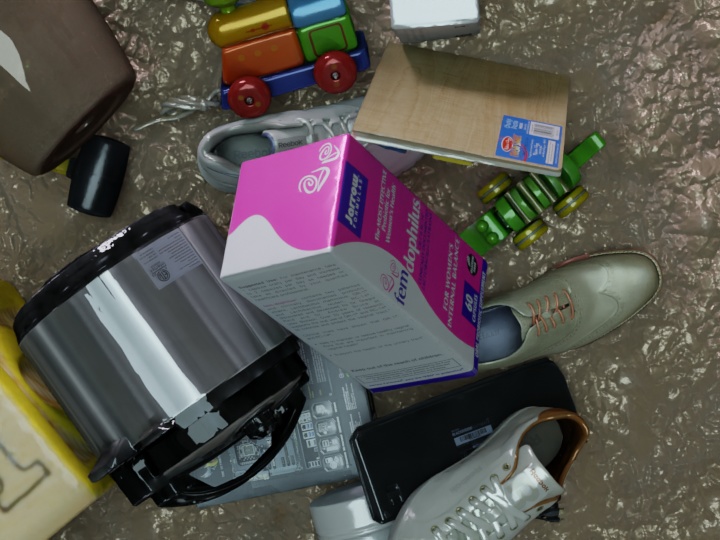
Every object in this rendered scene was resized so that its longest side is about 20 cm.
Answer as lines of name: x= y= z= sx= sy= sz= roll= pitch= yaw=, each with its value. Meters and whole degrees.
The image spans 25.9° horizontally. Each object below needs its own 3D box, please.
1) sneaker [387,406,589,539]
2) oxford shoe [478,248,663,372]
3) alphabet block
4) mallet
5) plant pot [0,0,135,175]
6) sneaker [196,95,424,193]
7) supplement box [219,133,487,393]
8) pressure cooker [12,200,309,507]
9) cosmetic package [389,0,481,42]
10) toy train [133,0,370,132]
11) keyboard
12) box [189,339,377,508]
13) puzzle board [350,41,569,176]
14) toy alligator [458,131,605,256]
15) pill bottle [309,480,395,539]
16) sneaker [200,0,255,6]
sneaker: x=0.095 y=0.170 z=1.170 sx=0.073 sy=0.085 sz=0.200 roll=48 pitch=66 yaw=-10
oxford shoe: x=0.147 y=0.039 z=1.239 sx=0.200 sy=0.074 sz=0.071 roll=-24 pitch=91 yaw=5
alphabet block: x=-0.317 y=0.146 z=1.223 sx=0.200 sy=0.195 sz=0.197 roll=-40 pitch=91 yaw=6
mallet: x=-0.289 y=-0.088 z=1.287 sx=0.199 sy=0.041 sz=0.066 roll=8 pitch=90 yaw=8
plant pot: x=-0.269 y=-0.173 z=1.199 sx=0.175 sy=0.200 sz=0.200 roll=45 pitch=95 yaw=-1
sneaker: x=-0.035 y=-0.097 z=1.240 sx=0.199 sy=0.087 sz=0.075 roll=-11 pitch=90 yaw=4
supplement box: x=0.000 y=0.000 z=1.156 sx=0.103 sy=0.200 sz=0.101 roll=-13 pitch=56 yaw=34
pressure cooker: x=-0.139 y=0.073 z=1.160 sx=0.176 sy=0.179 sz=0.200 roll=-37 pitch=88 yaw=2
cosmetic package: x=0.049 y=-0.283 z=1.217 sx=0.074 sy=0.102 sz=0.201 roll=-5 pitch=91 yaw=5
toy train: x=-0.102 y=-0.184 z=1.223 sx=0.199 sy=0.085 sz=0.116 roll=-15 pitch=118 yaw=5
keyboard: x=0.093 y=0.154 z=1.230 sx=0.200 sy=0.021 sz=0.127 roll=-17 pitch=86 yaw=-26
box: x=-0.075 y=0.080 z=1.270 sx=0.157 sy=0.051 sz=0.201 roll=-12 pitch=93 yaw=5
puzzle board: x=0.080 y=-0.121 z=1.181 sx=0.150 sy=0.200 sz=0.017 roll=12 pitch=118 yaw=3
toy alligator: x=0.115 y=-0.042 z=1.247 sx=0.200 sy=0.054 sz=0.059 roll=-39 pitch=89 yaw=5
pill bottle: x=0.026 y=0.269 z=1.242 sx=0.110 sy=0.111 sz=0.201 roll=-16 pitch=92 yaw=5
sneaker: x=-0.128 y=-0.251 z=1.247 sx=0.199 sy=0.072 sz=0.072 roll=7 pitch=92 yaw=3
